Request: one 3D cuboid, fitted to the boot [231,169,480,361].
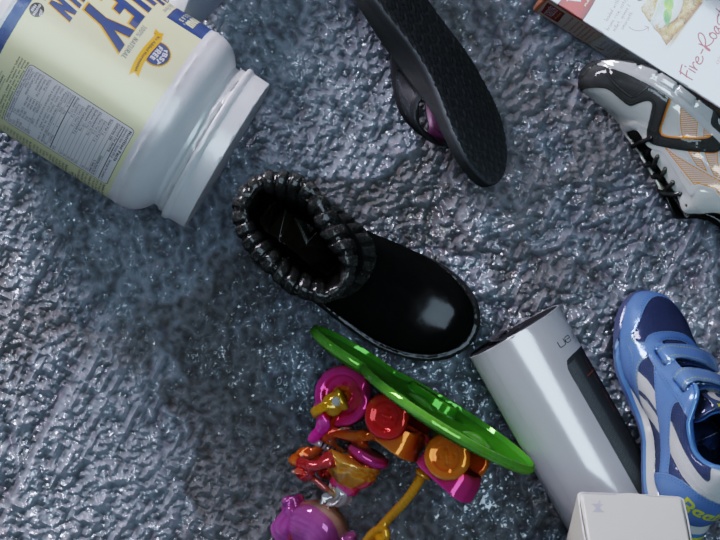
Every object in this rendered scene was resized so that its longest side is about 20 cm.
[{"bbox_3d":[-0.002,0.002,1.414,0.210,0.158,0.080,26,85,-3],"label":"boot"}]

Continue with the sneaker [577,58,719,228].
[{"bbox_3d":[0.245,-0.089,1.483,0.199,0.074,0.080,35,87,-2],"label":"sneaker"}]

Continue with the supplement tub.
[{"bbox_3d":[-0.181,-0.136,1.413,0.199,0.145,0.146,32,85,-3],"label":"supplement tub"}]

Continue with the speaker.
[{"bbox_3d":[0.162,0.129,1.462,0.081,0.081,0.201,-29,90,-6],"label":"speaker"}]

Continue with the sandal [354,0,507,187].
[{"bbox_3d":[0.048,-0.151,1.477,0.201,0.048,0.075,58,40,-7],"label":"sandal"}]

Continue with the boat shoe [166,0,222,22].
[{"bbox_3d":[-0.107,-0.282,1.468,0.066,0.070,0.201,27,88,14],"label":"boat shoe"}]

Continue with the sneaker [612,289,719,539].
[{"bbox_3d":[0.245,0.096,1.440,0.073,0.082,0.201,8,55,-28],"label":"sneaker"}]

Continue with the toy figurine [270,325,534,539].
[{"bbox_3d":[-0.001,0.169,1.435,0.199,0.150,0.185,33,95,19],"label":"toy figurine"}]

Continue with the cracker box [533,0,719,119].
[{"bbox_3d":[0.252,-0.210,1.496,0.199,0.058,0.135,31,85,-2],"label":"cracker box"}]

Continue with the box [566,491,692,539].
[{"bbox_3d":[0.183,0.253,1.406,0.081,0.069,0.201,2,131,-4],"label":"box"}]

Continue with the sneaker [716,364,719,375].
[{"bbox_3d":[0.343,0.047,1.480,0.075,0.082,0.201,36,85,-2],"label":"sneaker"}]
